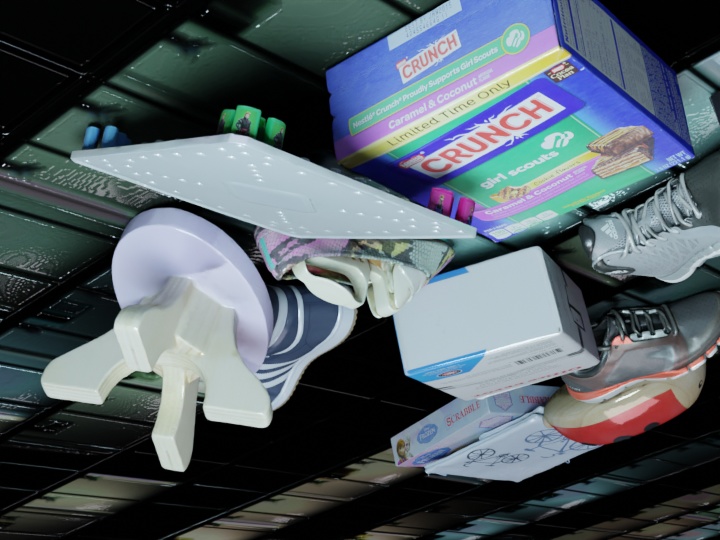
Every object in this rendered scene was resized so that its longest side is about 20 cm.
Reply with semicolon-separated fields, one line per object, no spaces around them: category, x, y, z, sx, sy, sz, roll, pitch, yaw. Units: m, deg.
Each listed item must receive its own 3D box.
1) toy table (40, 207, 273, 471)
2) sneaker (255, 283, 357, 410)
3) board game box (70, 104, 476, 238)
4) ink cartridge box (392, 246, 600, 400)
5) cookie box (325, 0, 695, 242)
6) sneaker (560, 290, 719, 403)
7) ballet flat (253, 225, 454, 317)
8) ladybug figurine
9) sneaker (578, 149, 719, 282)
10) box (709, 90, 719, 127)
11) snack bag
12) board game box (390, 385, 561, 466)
toy table;-0.143;0.061;0.970;0.183;0.118;0.201;-1;138;21
sneaker;-0.098;0.071;1.138;0.108;0.070;0.200;3;146;-38
board game box;-0.056;-0.059;0.811;0.199;0.026;0.199;19;169;-39
ink cartridge box;0.129;0.055;1.155;0.145;0.085;0.200;-17;163;15
cookie box;0.103;-0.105;0.831;0.170;0.076;0.200;-24;152;31
sneaker;0.294;0.072;1.305;0.199;0.077;0.082;-31;130;18
ballet flat;0.000;0.000;1.023;0.199;0.072;0.069;10;148;-39
ladybug figurine;0.300;0.142;1.399;0.199;0.072;0.136;-26;-174;22
sneaker;0.247;-0.037;1.044;0.115;0.076;0.200;-3;156;-10
box;0.381;-0.129;0.942;0.199;0.036;0.143;10;148;-41
snack bag;0.208;0.221;1.552;0.188;0.022;0.200;13;145;-41
board game box;0.174;0.199;1.566;0.198;0.041;0.200;6;150;-33
